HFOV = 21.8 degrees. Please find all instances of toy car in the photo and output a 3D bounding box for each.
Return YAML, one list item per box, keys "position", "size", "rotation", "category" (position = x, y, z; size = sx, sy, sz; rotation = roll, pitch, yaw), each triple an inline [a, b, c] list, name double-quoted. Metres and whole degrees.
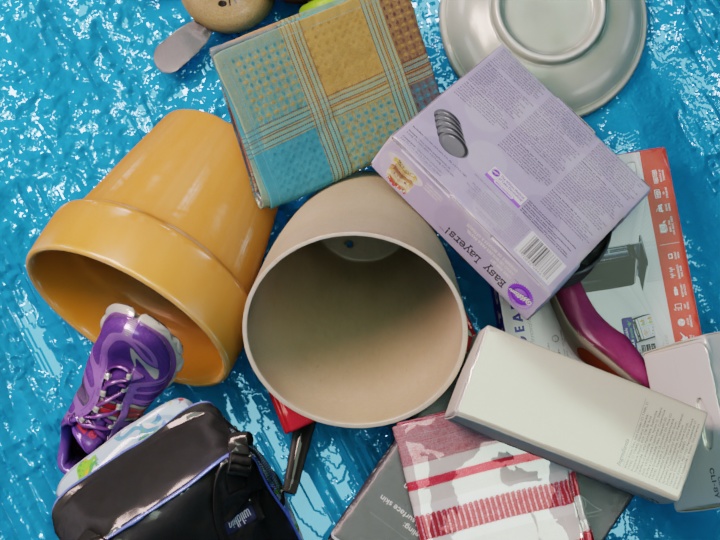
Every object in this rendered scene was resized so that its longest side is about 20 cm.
- position: [-0.113, -0.266, 1.690]
  size: [0.198, 0.158, 0.166]
  rotation: [-21, 93, 5]
  category: "toy car"

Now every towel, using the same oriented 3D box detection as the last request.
- position: [-0.025, -0.154, 1.610]
  size: [0.199, 0.022, 0.148]
  rotation: [-25, 107, -25]
  category: "towel"
- position: [0.119, 0.209, 1.566]
  size: [0.143, 0.023, 0.202]
  rotation: [-14, 82, -4]
  category: "towel"

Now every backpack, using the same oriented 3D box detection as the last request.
- position: [-0.147, 0.221, 1.588]
  size: [0.182, 0.201, 0.147]
  rotation: [-35, 40, -6]
  category: "backpack"

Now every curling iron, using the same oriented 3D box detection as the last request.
- position: [-0.052, 0.101, 1.687]
  size: [0.049, 0.026, 0.202]
  rotation: [7, 80, -9]
  category: "curling iron"

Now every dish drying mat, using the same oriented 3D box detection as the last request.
- position: [0.007, 0.073, 1.682]
  size: [0.198, 0.018, 0.077]
  rotation: [-22, 86, -17]
  category: "dish drying mat"

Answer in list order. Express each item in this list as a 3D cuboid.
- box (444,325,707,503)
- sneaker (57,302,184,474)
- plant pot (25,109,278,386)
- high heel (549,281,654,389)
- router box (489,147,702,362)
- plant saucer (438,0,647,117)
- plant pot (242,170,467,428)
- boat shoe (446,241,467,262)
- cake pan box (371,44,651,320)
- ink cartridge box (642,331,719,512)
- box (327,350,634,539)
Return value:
- position: [0.176, 0.120, 1.535]
  size: [0.198, 0.068, 0.083]
  rotation: [23, 80, -2]
  category: "box"
- position: [-0.210, 0.111, 1.594]
  size: [0.080, 0.201, 0.084]
  rotation: [27, 43, 1]
  category: "sneaker"
- position: [-0.160, -0.031, 1.630]
  size: [0.199, 0.200, 0.184]
  rotation: [28, 65, 2]
  category: "plant pot"
- position: [0.204, 0.018, 1.646]
  size: [0.200, 0.067, 0.096]
  rotation: [42, 78, 1]
  category: "high heel"
- position: [0.207, 0.003, 1.706]
  size: [0.178, 0.049, 0.202]
  rotation: [-10, 82, -5]
  category: "router box"
- position: [0.173, -0.240, 1.742]
  size: [0.198, 0.050, 0.202]
  rotation: [0, 82, -3]
  category: "plant saucer"
- position: [0.000, 0.000, 1.612]
  size: [0.185, 0.201, 0.189]
  rotation: [1, 121, 2]
  category: "plant pot"
- position: [0.064, -0.105, 1.689]
  size: [0.070, 0.070, 0.201]
  rotation: [-33, 75, 5]
  category: "boat shoe"
- position: [0.135, -0.078, 1.612]
  size: [0.200, 0.052, 0.184]
  rotation: [43, 51, 3]
  category: "cake pan box"
- position: [0.354, 0.122, 1.635]
  size: [0.199, 0.083, 0.147]
  rotation: [-6, 81, -36]
  category: "ink cartridge box"
- position: [0.104, 0.210, 1.633]
  size: [0.196, 0.117, 0.201]
  rotation: [36, 80, 2]
  category: "box"
